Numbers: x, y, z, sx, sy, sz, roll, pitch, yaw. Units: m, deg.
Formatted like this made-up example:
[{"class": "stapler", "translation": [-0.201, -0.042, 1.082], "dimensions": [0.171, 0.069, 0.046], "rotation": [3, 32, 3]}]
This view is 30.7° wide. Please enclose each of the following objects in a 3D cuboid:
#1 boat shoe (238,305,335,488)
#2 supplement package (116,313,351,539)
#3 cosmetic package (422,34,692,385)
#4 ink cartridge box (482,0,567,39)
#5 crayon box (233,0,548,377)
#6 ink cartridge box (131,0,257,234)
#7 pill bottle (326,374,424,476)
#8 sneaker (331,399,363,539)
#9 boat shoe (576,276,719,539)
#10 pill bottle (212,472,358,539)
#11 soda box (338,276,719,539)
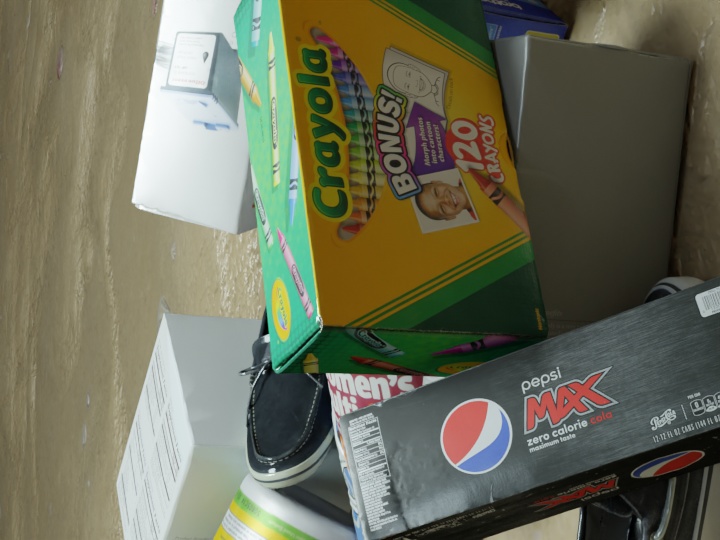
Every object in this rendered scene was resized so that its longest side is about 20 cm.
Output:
[{"class": "boat shoe", "translation": [-0.052, 0.075, 0.967], "dimensions": [0.201, 0.074, 0.062], "rotation": [-80, -30, -48]}, {"class": "supplement package", "translation": [-0.102, 0.162, 1.083], "dimensions": [0.151, 0.151, 0.201], "rotation": [-112, 35, -47]}, {"class": "cosmetic package", "translation": [0.102, -0.019, 0.696], "dimensions": [0.090, 0.106, 0.202], "rotation": [-173, 89, -66]}, {"class": "ink cartridge box", "translation": [0.056, -0.129, 0.856], "dimensions": [0.200, 0.076, 0.137], "rotation": [-117, 39, -54]}, {"class": "crayon box", "translation": [0.011, -0.050, 0.634], "dimensions": [0.058, 0.118, 0.201], "rotation": [-45, 48, 54]}, {"class": "ink cartridge box", "translation": [-0.071, -0.138, 0.872], "dimensions": [0.146, 0.085, 0.202], "rotation": [-30, -48, -67]}, {"class": "pill bottle", "translation": [0.028, 0.029, 0.779], "dimensions": [0.110, 0.109, 0.201], "rotation": [-141, 35, -62]}, {"class": "sneaker", "translation": [0.016, 0.147, 0.905], "dimensions": [0.077, 0.075, 0.201], "rotation": [111, 154, -44]}, {"class": "boat shoe", "translation": [0.135, 0.102, 0.642], "dimensions": [0.072, 0.067, 0.202], "rotation": [-163, 78, -66]}, {"class": "pill bottle", "translation": [-0.077, 0.258, 0.944], "dimensions": [0.201, 0.111, 0.111], "rotation": [-63, 24, -3]}, {"class": "soda box", "translation": [0.095, 0.070, 0.593], "dimensions": [0.199, 0.071, 0.064], "rotation": [-21, 65, 16]}]
